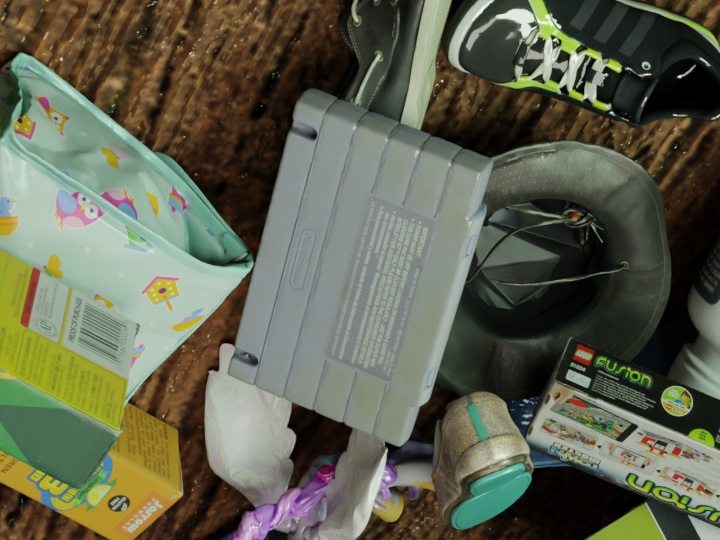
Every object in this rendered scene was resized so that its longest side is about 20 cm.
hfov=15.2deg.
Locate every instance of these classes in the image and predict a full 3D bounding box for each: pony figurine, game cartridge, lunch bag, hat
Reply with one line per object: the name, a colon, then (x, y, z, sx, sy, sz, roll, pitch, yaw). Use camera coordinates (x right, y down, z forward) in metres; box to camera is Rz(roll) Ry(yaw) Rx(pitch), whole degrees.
pony figurine: (-0.025, 0.157, 1.807, 0.199, 0.166, 0.194, 5, 101, -47)
game cartridge: (0.000, 0.000, 1.662, 0.129, 0.038, 0.201, 20, 119, 7)
lunch bag: (-0.187, -0.006, 1.666, 0.200, 0.122, 0.170, 35, 113, -26)
hat: (0.104, -0.014, 1.748, 0.199, 0.081, 0.202, -8, 125, -11)

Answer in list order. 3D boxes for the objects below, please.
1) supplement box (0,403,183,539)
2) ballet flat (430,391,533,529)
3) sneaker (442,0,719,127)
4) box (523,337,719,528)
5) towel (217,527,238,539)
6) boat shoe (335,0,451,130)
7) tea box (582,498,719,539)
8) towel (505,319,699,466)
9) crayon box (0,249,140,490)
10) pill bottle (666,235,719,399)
supplement box: (-0.211, 0.104, 1.781, 0.199, 0.069, 0.067, 30, 119, -33)
ballet flat: (0.077, 0.117, 1.759, 0.068, 0.068, 0.200, -22, 167, -9)
sneaker: (0.149, -0.130, 1.649, 0.199, 0.083, 0.072, 3, 123, -25)
box: (0.209, 0.116, 1.727, 0.199, 0.035, 0.110, 23, 154, 2)
towel: (-0.037, 0.251, 1.945, 0.111, 0.049, 0.200, -34, 126, 15)
boat shoe: (0.019, -0.151, 1.631, 0.067, 0.072, 0.201, 18, 120, 6)
tea box: (0.235, 0.236, 1.886, 0.196, 0.134, 0.200, -33, 160, 16)
towel: (0.174, 0.085, 1.851, 0.199, 0.049, 0.112, -1, 127, -11)
crayon box: (-0.227, 0.031, 1.539, 0.199, 0.127, 0.051, 30, 115, -14)
pill bottle: (0.281, 0.012, 1.753, 0.119, 0.120, 0.201, 21, 106, -26)
